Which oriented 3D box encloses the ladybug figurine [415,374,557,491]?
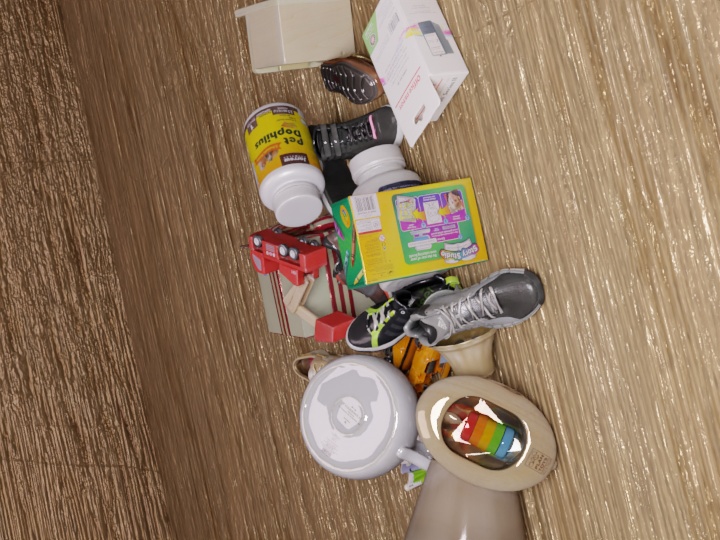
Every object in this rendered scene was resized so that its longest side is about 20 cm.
[{"bbox_3d":[0.166,0.215,1.331,0.136,0.199,0.072,-61,-4,-3],"label":"ladybug figurine"}]

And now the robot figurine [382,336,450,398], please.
[{"bbox_3d":[0.090,0.137,1.552,0.145,0.058,0.201,57,146,38],"label":"robot figurine"}]

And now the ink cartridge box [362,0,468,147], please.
[{"bbox_3d":[0.081,-0.285,1.396,0.117,0.067,0.201,-54,52,56],"label":"ink cartridge box"}]

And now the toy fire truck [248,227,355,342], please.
[{"bbox_3d":[-0.094,0.021,1.556,0.199,0.049,0.142,18,120,44],"label":"toy fire truck"}]

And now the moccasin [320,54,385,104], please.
[{"bbox_3d":[0.001,-0.296,1.537,0.201,0.077,0.074,-148,39,-71],"label":"moccasin"}]

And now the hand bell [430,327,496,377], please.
[{"bbox_3d":[0.170,0.175,1.400,0.104,0.104,0.201,6,117,63],"label":"hand bell"}]

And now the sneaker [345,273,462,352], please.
[{"bbox_3d":[0.056,0.051,1.457,0.083,0.199,0.072,42,-153,-50],"label":"sneaker"}]

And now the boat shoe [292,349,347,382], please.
[{"bbox_3d":[-0.066,0.193,1.874,0.200,0.069,0.074,4,103,63],"label":"boat shoe"}]

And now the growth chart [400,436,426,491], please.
[{"bbox_3d":[0.069,0.273,1.694,0.201,0.018,0.145,69,153,21],"label":"growth chart"}]

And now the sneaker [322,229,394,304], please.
[{"bbox_3d":[0.000,0.000,1.580,0.077,0.081,0.200,-92,-21,-50],"label":"sneaker"}]

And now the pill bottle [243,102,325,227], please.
[{"bbox_3d":[-0.122,-0.172,1.648,0.109,0.109,0.201,113,147,-48],"label":"pill bottle"}]

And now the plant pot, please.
[{"bbox_3d":[0.150,0.355,1.401,0.200,0.199,0.175,-2,82,64],"label":"plant pot"}]

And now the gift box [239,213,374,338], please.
[{"bbox_3d":[-0.088,0.005,1.719,0.200,0.184,0.188,1,103,57],"label":"gift box"}]

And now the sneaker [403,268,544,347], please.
[{"bbox_3d":[0.138,0.061,1.309,0.199,0.115,0.075,-20,95,43],"label":"sneaker"}]

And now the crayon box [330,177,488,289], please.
[{"bbox_3d":[0.069,-0.051,1.361,0.058,0.199,0.120,-16,85,62],"label":"crayon box"}]

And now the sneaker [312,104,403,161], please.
[{"bbox_3d":[-0.009,-0.210,1.571,0.200,0.099,0.071,-14,86,63],"label":"sneaker"}]

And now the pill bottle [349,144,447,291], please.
[{"bbox_3d":[0.051,-0.079,1.486,0.111,0.110,0.201,-45,60,59],"label":"pill bottle"}]

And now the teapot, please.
[{"bbox_3d":[0.017,0.224,1.519,0.197,0.146,0.201,-17,73,25],"label":"teapot"}]

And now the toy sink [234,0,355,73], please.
[{"bbox_3d":[-0.113,-0.392,1.675,0.200,0.130,0.113,15,113,60],"label":"toy sink"}]

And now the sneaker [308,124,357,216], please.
[{"bbox_3d":[-0.078,-0.139,1.730,0.121,0.083,0.201,-52,45,39],"label":"sneaker"}]
